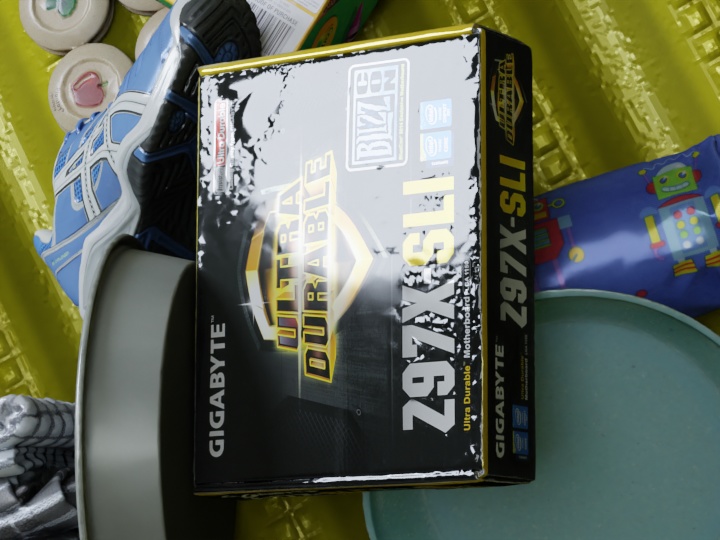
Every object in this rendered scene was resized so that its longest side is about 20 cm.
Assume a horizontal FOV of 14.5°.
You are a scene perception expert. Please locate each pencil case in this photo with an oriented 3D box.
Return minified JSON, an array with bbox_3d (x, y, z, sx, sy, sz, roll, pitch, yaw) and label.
[{"bbox_3d":[0.094,0.005,1.331,0.200,0.087,0.078,-20,51,10],"label":"pencil case"}]

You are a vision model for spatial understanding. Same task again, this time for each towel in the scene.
[{"bbox_3d":[-0.200,0.130,1.347,0.200,0.166,0.086,-20,80,12],"label":"towel"}]

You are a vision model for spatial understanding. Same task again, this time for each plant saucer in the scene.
[{"bbox_3d":[0.101,0.096,1.301,0.200,0.036,0.200,2,111,6],"label":"plant saucer"}]

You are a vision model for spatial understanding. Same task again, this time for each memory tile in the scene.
[{"bbox_3d":[-0.116,-0.179,1.450,0.153,0.017,0.200,-23,76,10],"label":"memory tile"}]

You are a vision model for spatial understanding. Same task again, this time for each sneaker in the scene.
[{"bbox_3d":[-0.110,-0.059,1.369,0.077,0.076,0.200,41,123,27],"label":"sneaker"}]

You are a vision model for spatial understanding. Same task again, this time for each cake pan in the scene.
[{"bbox_3d":[-0.091,0.083,1.307,0.037,0.200,0.201,-1,81,9],"label":"cake pan"}]

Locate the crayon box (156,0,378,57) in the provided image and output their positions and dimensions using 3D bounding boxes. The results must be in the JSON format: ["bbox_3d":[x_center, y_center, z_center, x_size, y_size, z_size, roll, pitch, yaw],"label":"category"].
[{"bbox_3d":[-0.077,-0.188,1.402,0.200,0.058,0.119,33,90,17],"label":"crayon box"}]

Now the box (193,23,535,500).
[{"bbox_3d":[0.000,0.000,1.263,0.159,0.049,0.200,-5,80,33],"label":"box"}]
